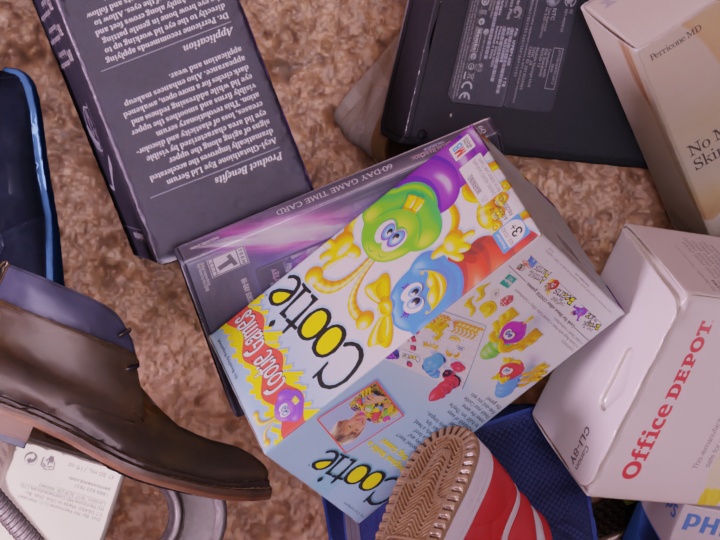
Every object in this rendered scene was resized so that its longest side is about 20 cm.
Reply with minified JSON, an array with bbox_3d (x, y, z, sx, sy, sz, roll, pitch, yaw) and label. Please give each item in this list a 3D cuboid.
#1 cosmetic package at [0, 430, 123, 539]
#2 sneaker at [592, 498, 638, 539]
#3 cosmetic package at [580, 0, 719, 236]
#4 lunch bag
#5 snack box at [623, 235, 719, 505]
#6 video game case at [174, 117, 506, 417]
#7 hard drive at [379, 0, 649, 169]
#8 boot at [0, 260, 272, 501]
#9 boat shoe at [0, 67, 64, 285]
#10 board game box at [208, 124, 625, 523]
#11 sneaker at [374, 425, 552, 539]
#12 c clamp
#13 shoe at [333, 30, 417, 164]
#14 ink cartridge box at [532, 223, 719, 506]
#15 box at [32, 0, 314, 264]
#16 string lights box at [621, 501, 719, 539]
[{"bbox_3d":[-0.208,0.199,1.573,0.071,0.105,0.200,18,87,-10],"label":"cosmetic package"},{"bbox_3d":[0.231,0.161,1.687,0.200,0.070,0.076,-21,113,-5],"label":"sneaker"},{"bbox_3d":[0.223,-0.103,1.618,0.105,0.071,0.200,-34,129,-6],"label":"cosmetic package"},{"bbox_3d":[0.062,0.181,1.616,0.136,0.132,0.200,-11,95,-28],"label":"lunch bag"},{"bbox_3d":[0.233,0.047,1.641,0.200,0.053,0.142,-26,133,-6],"label":"snack box"},{"bbox_3d":[0.000,0.000,1.545,0.200,0.019,0.143,-22,137,-6],"label":"video game case"},{"bbox_3d":[0.116,-0.139,1.613,0.200,0.033,0.140,4,106,-32],"label":"hard drive"},{"bbox_3d":[-0.133,0.066,1.469,0.200,0.075,0.097,18,87,-15],"label":"boot"},{"bbox_3d":[-0.219,-0.020,1.594,0.069,0.084,0.200,-8,77,-3],"label":"boat shoe"},{"bbox_3d":[0.031,0.032,1.502,0.200,0.103,0.105,-39,136,10],"label":"board game box"},{"bbox_3d":[0.043,0.200,1.475,0.112,0.071,0.200,44,67,-37],"label":"sneaker"},{"bbox_3d":[-0.169,0.144,1.505,0.171,0.027,0.200,-35,100,-9],"label":"c clamp"},{"bbox_3d":[0.056,-0.156,1.633,0.200,0.053,0.070,-54,142,-3],"label":"shoe"},{"bbox_3d":[0.224,0.061,1.554,0.200,0.083,0.145,7,119,-31],"label":"ink cartridge box"},{"bbox_3d":[-0.118,-0.113,1.565,0.104,0.148,0.200,-23,97,-9],"label":"box"},{"bbox_3d":[0.203,0.221,1.634,0.103,0.059,0.200,11,115,-18],"label":"string lights box"}]
